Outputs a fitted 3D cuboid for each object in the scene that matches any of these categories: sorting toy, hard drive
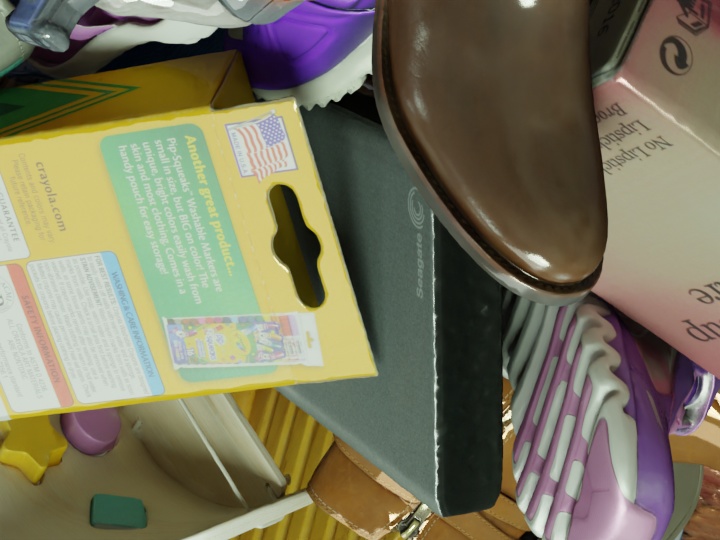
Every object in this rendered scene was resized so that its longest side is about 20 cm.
[{"bbox_3d":[-0.154,0.074,1.012,0.201,0.179,0.107,56,136,14],"label":"sorting toy"},{"bbox_3d":[0.000,0.000,0.874,0.033,0.141,0.200,-8,-162,-24],"label":"hard drive"}]

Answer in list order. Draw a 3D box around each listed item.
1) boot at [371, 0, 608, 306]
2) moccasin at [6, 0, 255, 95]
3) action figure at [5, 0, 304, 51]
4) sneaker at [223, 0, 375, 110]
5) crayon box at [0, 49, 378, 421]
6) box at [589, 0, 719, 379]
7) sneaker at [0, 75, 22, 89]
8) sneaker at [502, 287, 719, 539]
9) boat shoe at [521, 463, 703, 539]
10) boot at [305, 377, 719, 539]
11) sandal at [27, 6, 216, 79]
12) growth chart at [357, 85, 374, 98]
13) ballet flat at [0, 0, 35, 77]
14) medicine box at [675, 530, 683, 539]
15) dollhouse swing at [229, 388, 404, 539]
[{"bbox_3d":[0.073,-0.109,0.578,0.064,0.188,0.200,-11,165,-37],"label":"boot"},{"bbox_3d":[-0.098,-0.090,0.941,0.068,0.081,0.199,40,167,-36],"label":"moccasin"},{"bbox_3d":[-0.031,-0.147,0.646,0.104,0.201,0.193,33,-173,-38],"label":"action figure"},{"bbox_3d":[-0.005,-0.128,0.769,0.099,0.070,0.199,42,149,-20],"label":"sneaker"},{"bbox_3d":[-0.097,-0.011,0.841,0.198,0.052,0.127,-7,120,17],"label":"crayon box"},{"bbox_3d":[0.144,-0.038,0.740,0.199,0.110,0.128,34,155,-17],"label":"box"},{"bbox_3d":[-0.186,-0.064,0.933,0.200,0.070,0.109,39,160,-1],"label":"sneaker"},{"bbox_3d":[0.102,0.041,0.820,0.088,0.201,0.081,15,116,-12],"label":"sneaker"},{"bbox_3d":[0.102,0.131,1.057,0.062,0.200,0.073,9,115,33],"label":"boat shoe"},{"bbox_3d":[0.087,0.085,0.947,0.199,0.156,0.077,30,-167,-10],"label":"boot"},{"bbox_3d":[-0.102,-0.123,0.823,0.049,0.083,0.202,16,171,-28],"label":"sandal"},{"bbox_3d":[0.100,-0.025,0.931,0.144,0.018,0.200,2,150,44],"label":"growth chart"},{"bbox_3d":[-0.186,-0.162,0.840,0.201,0.063,0.067,64,163,4],"label":"ballet flat"},{"bbox_3d":[0.076,0.224,1.246,0.102,0.201,0.182,29,157,-9],"label":"medicine box"},{"bbox_3d":[-0.063,0.038,1.064,0.175,0.183,0.199,27,160,-33],"label":"dollhouse swing"}]
